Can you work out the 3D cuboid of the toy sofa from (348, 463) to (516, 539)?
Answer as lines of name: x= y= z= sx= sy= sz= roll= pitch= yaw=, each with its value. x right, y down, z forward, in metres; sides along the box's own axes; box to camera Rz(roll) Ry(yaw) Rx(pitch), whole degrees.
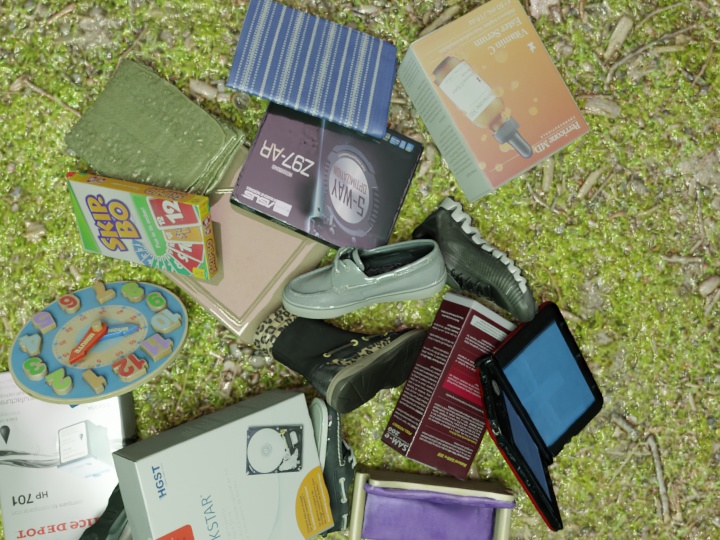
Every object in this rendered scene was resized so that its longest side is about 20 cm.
toy sofa: x=0.085 y=0.295 z=0.911 sx=0.197 sy=0.098 sz=0.084 roll=8 pitch=87 yaw=-7

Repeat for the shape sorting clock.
shape sorting clock: x=-0.293 y=0.073 z=0.842 sx=0.197 sy=0.201 sz=0.040 roll=-5 pitch=130 yaw=-7

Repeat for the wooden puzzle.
wooden puzzle: x=-0.154 y=-0.041 z=0.933 sx=0.200 sy=0.037 sz=0.186 roll=41 pitch=83 yaw=-8

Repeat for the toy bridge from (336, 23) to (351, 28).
toy bridge: x=-0.028 y=-0.211 z=0.958 sx=0.066 sy=0.027 sz=0.203 roll=7 pitch=87 yaw=-8

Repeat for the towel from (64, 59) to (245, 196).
towel: x=-0.249 y=-0.153 z=0.900 sx=0.199 sy=0.037 sz=0.149 roll=34 pitch=83 yaw=13

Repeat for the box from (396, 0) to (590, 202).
box: x=0.163 y=-0.215 z=0.943 sx=0.151 sy=0.106 sz=0.202 roll=-31 pitch=91 yaw=-8

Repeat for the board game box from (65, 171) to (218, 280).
board game box: x=-0.258 y=-0.054 z=0.861 sx=0.197 sy=0.030 sz=0.097 roll=14 pitch=125 yaw=22

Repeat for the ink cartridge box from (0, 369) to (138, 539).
ink cartridge box: x=-0.338 y=0.207 z=0.869 sx=0.144 sy=0.086 sz=0.203 roll=-8 pitch=87 yaw=-9

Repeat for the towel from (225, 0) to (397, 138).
towel: x=-0.052 y=-0.244 z=0.902 sx=0.197 sy=0.024 sz=0.147 roll=16 pitch=62 yaw=-13

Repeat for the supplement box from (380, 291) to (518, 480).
supplement box: x=0.117 y=0.143 z=0.922 sx=0.108 sy=0.061 sz=0.202 roll=29 pitch=82 yaw=-33

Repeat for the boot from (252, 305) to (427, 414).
boot: x=-0.020 y=0.089 z=0.906 sx=0.149 sy=0.199 sz=0.074 roll=27 pitch=120 yaw=28

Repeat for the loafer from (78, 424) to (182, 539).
loafer: x=-0.240 y=0.264 z=0.810 sx=0.063 sy=0.071 sz=0.201 roll=53 pitch=57 yaw=-29

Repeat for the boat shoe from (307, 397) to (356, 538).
boat shoe: x=-0.036 y=0.233 z=0.886 sx=0.059 sy=0.076 sz=0.202 roll=-2 pitch=124 yaw=-16

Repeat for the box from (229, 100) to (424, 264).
box: x=-0.040 y=-0.119 z=0.916 sx=0.198 sy=0.044 sz=0.162 roll=24 pitch=83 yaw=-10

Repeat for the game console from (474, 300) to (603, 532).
game console: x=0.229 y=0.174 z=0.893 sx=0.118 sy=0.173 sz=0.201 roll=-26 pitch=119 yaw=16

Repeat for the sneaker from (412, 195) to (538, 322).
sneaker: x=0.132 y=0.000 z=0.914 sx=0.090 sy=0.067 sz=0.201 roll=-32 pitch=58 yaw=-8

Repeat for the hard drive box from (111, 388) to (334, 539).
hard drive box: x=-0.141 y=0.234 z=0.792 sx=0.198 sy=0.076 sz=0.158 roll=-18 pitch=97 yaw=-36

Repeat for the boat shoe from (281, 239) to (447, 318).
boat shoe: x=0.001 y=0.001 z=0.871 sx=0.198 sy=0.071 sz=0.072 roll=-10 pitch=130 yaw=4
